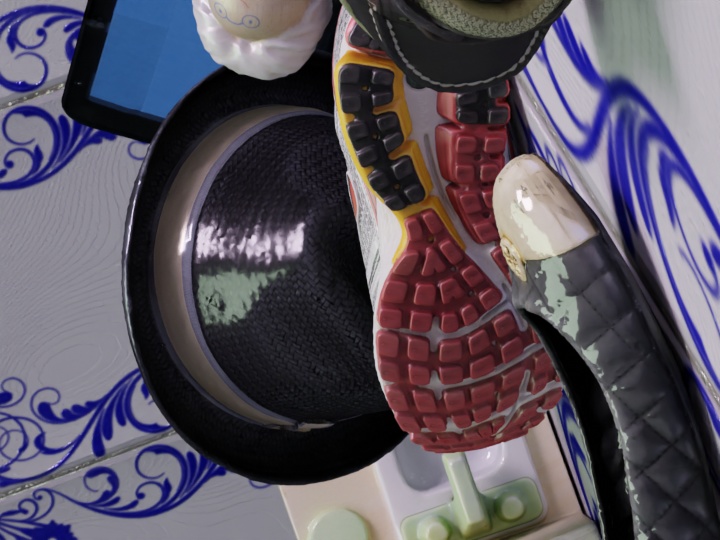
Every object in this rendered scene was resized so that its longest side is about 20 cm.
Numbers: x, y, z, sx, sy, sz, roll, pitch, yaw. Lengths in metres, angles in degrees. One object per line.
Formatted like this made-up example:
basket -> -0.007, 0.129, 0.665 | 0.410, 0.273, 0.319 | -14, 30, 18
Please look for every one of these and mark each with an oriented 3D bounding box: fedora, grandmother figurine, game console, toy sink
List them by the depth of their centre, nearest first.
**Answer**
grandmother figurine -> -0.038, -0.154, 1.028 | 0.121, 0.061, 0.200 | 32, 142, 29
fedora -> 0.000, 0.000, 1.169 | 0.091, 0.200, 0.201 | 3, 121, 43
game console -> -0.050, -0.061, 1.352 | 0.200, 0.118, 0.171 | 116, 136, -62
toy sink -> 0.025, 0.091, 1.356 | 0.200, 0.130, 0.112 | -159, 50, -87

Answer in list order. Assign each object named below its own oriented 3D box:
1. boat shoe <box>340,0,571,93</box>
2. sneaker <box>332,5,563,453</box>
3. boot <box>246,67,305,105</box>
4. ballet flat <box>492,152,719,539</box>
boat shoe -> 0.026, -0.088, 0.723 | 0.201, 0.072, 0.066 | 88, 167, -66
sneaker -> 0.034, -0.023, 1.083 | 0.082, 0.078, 0.201 | -107, 8, -65
boot -> -0.025, -0.029, 1.278 | 0.095, 0.074, 0.200 | 33, 154, 10
ballet flat -> 0.077, 0.060, 0.893 | 0.066, 0.057, 0.201 | -128, 18, -78
